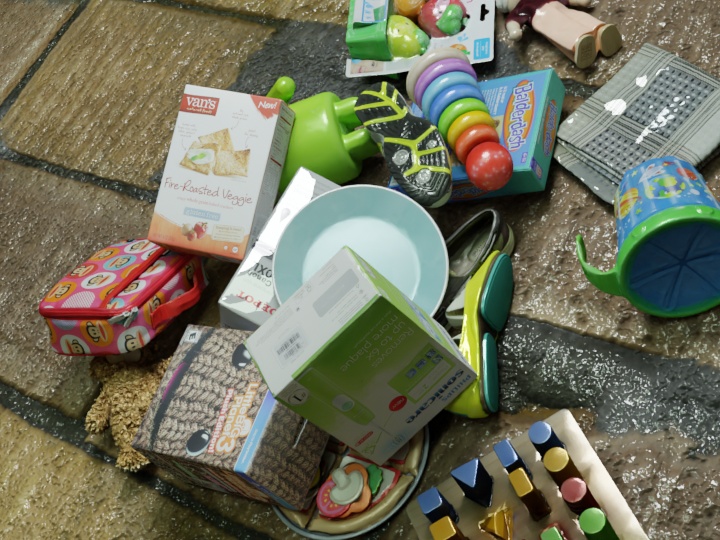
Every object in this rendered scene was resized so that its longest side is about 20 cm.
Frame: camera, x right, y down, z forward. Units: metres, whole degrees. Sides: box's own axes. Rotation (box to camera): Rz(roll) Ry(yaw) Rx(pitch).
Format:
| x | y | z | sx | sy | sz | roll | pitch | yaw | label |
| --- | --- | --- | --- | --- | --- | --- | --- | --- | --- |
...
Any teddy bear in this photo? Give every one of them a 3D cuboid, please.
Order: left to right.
| x | y | z | sx | sy | sz | roll | pitch | yaw | label |
| --- | --- | --- | --- | --- | --- | --- | --- | --- | --- |
| -0.270 | 0.153 | 1.503 | 0.143 | 0.067 | 0.202 | -18 | 51 | 13 | teddy bear |

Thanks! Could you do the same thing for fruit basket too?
| x | y | z | sx | sy | sz | roll | pitch | yaw | label |
| --- | --- | --- | --- | --- | --- | --- | --- | --- | --- |
| 0.080 | -0.340 | 1.653 | 0.198 | 0.094 | 0.187 | -8 | 54 | 20 | fruit basket |

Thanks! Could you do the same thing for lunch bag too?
| x | y | z | sx | sy | sz | roll | pitch | yaw | label |
| --- | --- | --- | --- | --- | --- | --- | --- | --- | --- |
| -0.281 | 0.031 | 1.544 | 0.174 | 0.083 | 0.200 | 0 | 28 | 26 | lunch bag |

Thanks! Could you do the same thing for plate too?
| x | y | z | sx | sy | sz | roll | pitch | yaw | label |
| --- | --- | --- | --- | --- | --- | --- | --- | --- | --- |
| 0.000 | 0.000 | 1.384 | 0.197 | 0.026 | 0.203 | -1 | 69 | 4 | plate |

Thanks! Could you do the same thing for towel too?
| x | y | z | sx | sy | sz | roll | pitch | yaw | label |
| --- | --- | --- | --- | --- | --- | --- | --- | --- | --- |
| 0.326 | -0.165 | 1.429 | 0.200 | 0.035 | 0.193 | -42 | 48 | -4 | towel |

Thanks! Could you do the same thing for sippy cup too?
| x | y | z | sx | sy | sz | roll | pitch | yaw | label |
| --- | --- | --- | --- | --- | --- | --- | --- | --- | --- |
| 0.322 | -0.044 | 1.289 | 0.176 | 0.141 | 0.131 | 9 | 40 | -12 | sippy cup |

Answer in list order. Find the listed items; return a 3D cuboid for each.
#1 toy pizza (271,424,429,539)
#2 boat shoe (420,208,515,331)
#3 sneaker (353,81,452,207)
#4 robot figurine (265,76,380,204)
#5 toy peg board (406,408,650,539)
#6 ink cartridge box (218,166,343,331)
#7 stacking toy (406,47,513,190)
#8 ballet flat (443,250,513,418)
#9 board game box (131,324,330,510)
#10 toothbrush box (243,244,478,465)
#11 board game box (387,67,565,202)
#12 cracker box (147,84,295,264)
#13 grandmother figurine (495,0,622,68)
| x | y | z | sx | sy | sz | roll | pitch | yaw | label |
| --- | --- | --- | --- | --- | --- | --- | --- | --- | --- |
| -0.020 | 0.197 | 1.358 | 0.198 | 0.032 | 0.202 | -15 | 51 | 19 | toy pizza |
| 0.093 | 0.009 | 1.409 | 0.073 | 0.065 | 0.200 | 32 | 77 | 39 | boat shoe |
| 0.064 | -0.143 | 1.464 | 0.075 | 0.076 | 0.201 | -34 | 49 | 9 | sneaker |
| -0.075 | -0.154 | 1.585 | 0.198 | 0.116 | 0.178 | -17 | 82 | 15 | robot figurine |
| 0.151 | 0.240 | 1.189 | 0.199 | 0.098 | 0.200 | -32 | 48 | 4 | toy peg board |
| -0.057 | 0.005 | 1.446 | 0.144 | 0.084 | 0.201 | 27 | 69 | 7 | ink cartridge box |
| 0.122 | -0.171 | 1.439 | 0.085 | 0.086 | 0.201 | -30 | 48 | 6 | stacking toy |
| 0.122 | 0.067 | 1.353 | 0.066 | 0.067 | 0.202 | -7 | 56 | 27 | ballet flat |
| -0.131 | 0.158 | 1.375 | 0.199 | 0.097 | 0.161 | 2 | 61 | 43 | board game box |
| 0.003 | 0.090 | 1.253 | 0.145 | 0.200 | 0.086 | -42 | 48 | 7 | toothbrush box |
| 0.140 | -0.158 | 1.504 | 0.198 | 0.045 | 0.153 | -5 | 55 | 36 | board game box |
| -0.169 | -0.116 | 1.516 | 0.132 | 0.058 | 0.202 | 11 | 83 | 19 | cracker box |
| 0.236 | -0.322 | 1.581 | 0.120 | 0.061 | 0.200 | -19 | 41 | -22 | grandmother figurine |
